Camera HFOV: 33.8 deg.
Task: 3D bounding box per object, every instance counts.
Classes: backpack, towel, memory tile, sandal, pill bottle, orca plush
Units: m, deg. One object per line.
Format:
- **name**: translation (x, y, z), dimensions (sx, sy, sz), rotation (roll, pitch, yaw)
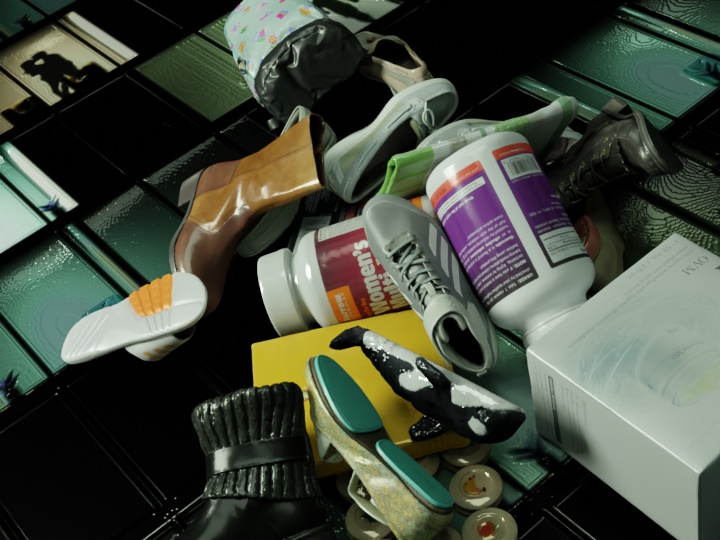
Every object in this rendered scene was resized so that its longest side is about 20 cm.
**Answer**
- **backpack**: translation (-0.096, -0.298, 1.579), dimensions (0.166, 0.127, 0.200), rotation (-35, 36, -2)
- **towel**: translation (0.114, -0.121, 1.219), dimensions (0.198, 0.149, 0.031), rotation (-18, 76, -12)
- **memory tile**: translation (0.053, 0.195, 1.088), dimensions (0.152, 0.017, 0.201), rotation (-16, 41, 0)
- **sandal**: translation (-0.236, 0.063, 1.293), dimensions (0.205, 0.059, 0.080), rotation (-19, 46, 29)
- **pill bottle**: translation (0.150, -0.024, 1.137), dimensions (0.111, 0.113, 0.202), rotation (-23, 77, -10)
- **pill bottle**: translation (0.000, 0.000, 1.240), dimensions (0.198, 0.110, 0.110), rotation (-18, 41, 9)
- **orca plush**: translation (0.052, 0.116, 1.069), dimensions (0.199, 0.105, 0.072), rotation (26, 87, 22)

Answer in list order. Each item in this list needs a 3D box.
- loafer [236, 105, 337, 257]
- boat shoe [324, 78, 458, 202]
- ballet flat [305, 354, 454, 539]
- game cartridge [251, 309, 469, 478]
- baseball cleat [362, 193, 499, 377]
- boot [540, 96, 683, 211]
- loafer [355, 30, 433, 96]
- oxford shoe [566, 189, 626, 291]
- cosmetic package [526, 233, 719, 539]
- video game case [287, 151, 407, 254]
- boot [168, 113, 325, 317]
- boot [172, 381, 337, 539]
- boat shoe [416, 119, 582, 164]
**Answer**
- **loafer**: translation (-0.100, -0.105, 1.399), dimensions (0.070, 0.070, 0.201), rotation (-8, 47, 49)
- **boat shoe**: translation (0.043, -0.151, 1.394), dimensions (0.201, 0.075, 0.065), rotation (-35, 49, -18)
- **ballet flat**: translation (0.001, 0.163, 1.053), dimensions (0.070, 0.071, 0.200), rotation (-33, 62, -19)
- **game cartridge**: translation (-0.005, 0.120, 1.156), dimensions (0.198, 0.033, 0.177), rotation (-11, 41, 1)
- **baseball cleat**: translation (0.068, 0.010, 1.121), dimensions (0.070, 0.201, 0.106), rotation (-39, -3, 9)
- **boot**: translation (0.225, -0.086, 1.199), dimensions (0.174, 0.069, 0.200), rotation (-41, 15, 10)
- **loafer**: translation (0.045, -0.281, 1.574), dimensions (0.071, 0.063, 0.200), rotation (-26, 43, -13)
- **oxford shoe**: translation (0.241, -0.036, 1.261), dimensions (0.070, 0.075, 0.201), rotation (-42, 17, 29)
- **cosmetic package**: translation (0.287, 0.101, 1.041), dimensions (0.199, 0.124, 0.200), rotation (-35, 46, -21)
- **video game case**: translation (0.015, -0.068, 1.380), dimensions (0.179, 0.026, 0.201), rotation (-3, 42, 15)
- **boot**: translation (-0.114, -0.059, 1.311), dimensions (0.198, 0.068, 0.190), rotation (-21, 47, 29)
- **boot**: translation (-0.131, 0.197, 1.041), dimensions (0.209, 0.079, 0.159), rotation (-17, 81, -14)
- **boat shoe**: translation (0.155, -0.131, 1.335), dimensions (0.200, 0.075, 0.065), rotation (-10, 18, -19)
